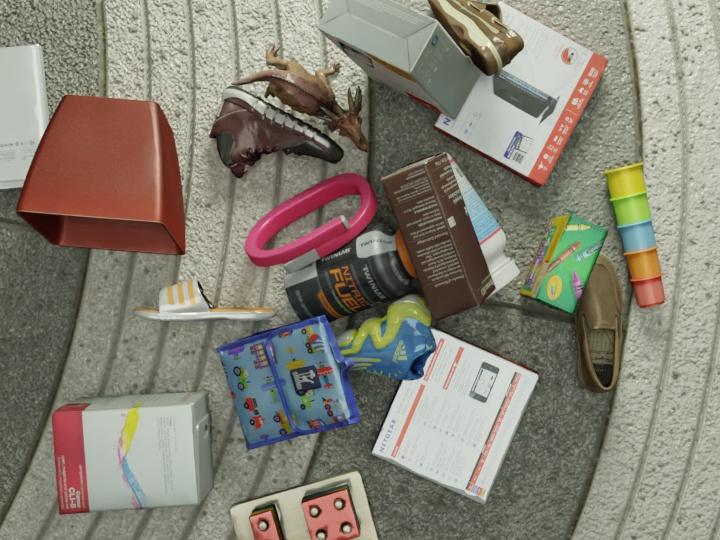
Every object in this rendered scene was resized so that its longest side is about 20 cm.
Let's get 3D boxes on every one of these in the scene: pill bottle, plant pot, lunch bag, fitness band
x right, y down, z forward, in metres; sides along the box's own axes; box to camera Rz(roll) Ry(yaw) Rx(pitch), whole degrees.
[{"bbox_3d":[0.134,-0.055,1.686,0.108,0.109,0.201,-35,89,2],"label":"pill bottle"},{"bbox_3d":[-0.344,-0.135,1.667,0.197,0.200,0.179,5,78,1],"label":"plant pot"},{"bbox_3d":[-0.083,0.149,1.656,0.199,0.094,0.152,-17,91,38],"label":"lunch bag"},{"bbox_3d":[0.000,0.000,1.661,0.198,0.106,0.107,-21,90,24],"label":"pill bottle"},{"bbox_3d":[-0.070,-0.067,1.676,0.198,0.144,0.038,-27,122,7],"label":"fitness band"}]

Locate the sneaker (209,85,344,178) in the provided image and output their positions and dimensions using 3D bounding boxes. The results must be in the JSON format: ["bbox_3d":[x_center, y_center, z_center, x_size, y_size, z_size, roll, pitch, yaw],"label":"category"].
[{"bbox_3d":[-0.128,-0.172,1.717,0.199,0.076,0.116,29,97,11],"label":"sneaker"}]

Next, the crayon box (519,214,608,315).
[{"bbox_3d":[0.274,-0.009,1.637,0.058,0.200,0.120,23,92,1],"label":"crayon box"}]

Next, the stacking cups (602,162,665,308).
[{"bbox_3d":[0.392,-0.048,1.703,0.060,0.061,0.203,-12,90,2],"label":"stacking cups"}]

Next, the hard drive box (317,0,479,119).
[{"bbox_3d":[0.056,-0.295,1.619,0.155,0.200,0.077,30,92,25],"label":"hard drive box"}]

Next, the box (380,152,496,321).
[{"bbox_3d":[0.105,-0.046,1.586,0.074,0.100,0.202,-17,97,23],"label":"box"}]

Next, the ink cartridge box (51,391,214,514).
[{"bbox_3d":[-0.312,0.252,1.683,0.197,0.145,0.147,-4,91,2],"label":"ink cartridge box"}]

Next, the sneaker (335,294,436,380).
[{"bbox_3d":[0.026,0.122,1.671,0.199,0.075,0.106,-38,69,33],"label":"sneaker"}]

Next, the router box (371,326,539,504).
[{"bbox_3d":[0.134,0.202,1.712,0.178,0.049,0.202,24,91,1],"label":"router box"}]

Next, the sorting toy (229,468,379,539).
[{"bbox_3d":[-0.070,0.412,1.717,0.198,0.070,0.201,-16,90,1],"label":"sorting toy"}]

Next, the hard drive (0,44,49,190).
[{"bbox_3d":[-0.518,-0.219,1.743,0.130,0.027,0.203,-5,91,2],"label":"hard drive"}]

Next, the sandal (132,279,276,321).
[{"bbox_3d":[-0.222,0.043,1.718,0.204,0.079,0.060,-1,89,-7],"label":"sandal"}]

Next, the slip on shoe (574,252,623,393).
[{"bbox_3d":[0.338,0.073,1.703,0.075,0.061,0.203,2,91,-4],"label":"slip on shoe"}]

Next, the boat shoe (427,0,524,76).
[{"bbox_3d":[0.163,-0.338,1.659,0.074,0.075,0.203,-31,46,-1],"label":"boat shoe"}]

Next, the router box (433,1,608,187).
[{"bbox_3d":[0.227,-0.248,1.711,0.178,0.049,0.202,28,91,1],"label":"router box"}]

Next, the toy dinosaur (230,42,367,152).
[{"bbox_3d":[-0.072,-0.246,1.666,0.198,0.136,0.087,15,112,-30],"label":"toy dinosaur"}]
